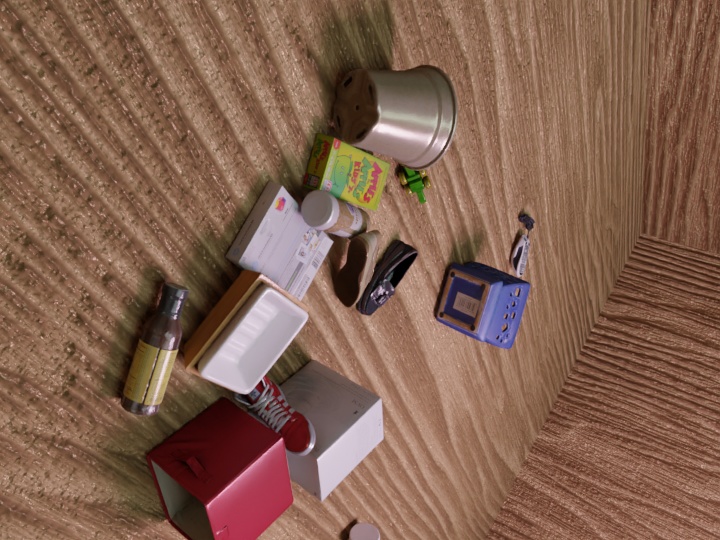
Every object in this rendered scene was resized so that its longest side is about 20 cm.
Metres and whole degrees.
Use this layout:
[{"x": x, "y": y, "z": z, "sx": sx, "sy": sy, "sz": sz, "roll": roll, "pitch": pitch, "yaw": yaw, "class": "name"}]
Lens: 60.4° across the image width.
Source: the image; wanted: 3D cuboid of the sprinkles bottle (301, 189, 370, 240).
[{"x": -0.043, "y": -0.103, "z": 1.190, "sx": 0.199, "sy": 0.067, "sz": 0.070, "roll": 12, "pitch": 98, "yaw": -69, "class": "sprinkles bottle"}]

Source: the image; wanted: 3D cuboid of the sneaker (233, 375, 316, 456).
[{"x": -0.163, "y": 0.254, "z": 1.137, "sx": 0.071, "sy": 0.199, "sz": 0.113, "roll": -47, "pitch": 134, "yaw": -7, "class": "sneaker"}]

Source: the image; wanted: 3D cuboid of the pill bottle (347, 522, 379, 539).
[{"x": 0.006, "y": 0.809, "z": 1.717, "sx": 0.111, "sy": 0.111, "sz": 0.205, "roll": -23, "pitch": 125, "yaw": -46, "class": "pill bottle"}]

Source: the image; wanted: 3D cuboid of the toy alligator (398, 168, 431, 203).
[{"x": 0.113, "y": -0.231, "z": 1.393, "sx": 0.201, "sy": 0.058, "sz": 0.055, "roll": 57, "pitch": 19, "yaw": -48, "class": "toy alligator"}]

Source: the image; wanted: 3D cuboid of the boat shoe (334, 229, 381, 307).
[{"x": 0.000, "y": 0.000, "z": 1.288, "sx": 0.064, "sy": 0.071, "sz": 0.202, "roll": -31, "pitch": 156, "yaw": -38, "class": "boat shoe"}]

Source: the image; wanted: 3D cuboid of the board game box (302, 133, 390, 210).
[{"x": -0.023, "y": -0.190, "z": 1.226, "sx": 0.198, "sy": 0.047, "sz": 0.104, "roll": 10, "pitch": 99, "yaw": -55, "class": "board game box"}]

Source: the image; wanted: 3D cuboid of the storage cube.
[{"x": -0.243, "y": 0.371, "z": 1.101, "sx": 0.179, "sy": 0.168, "sz": 0.204, "roll": -34, "pitch": 132, "yaw": -40, "class": "storage cube"}]

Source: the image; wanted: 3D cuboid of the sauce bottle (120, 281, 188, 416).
[{"x": -0.315, "y": 0.121, "z": 0.966, "sx": 0.064, "sy": 0.064, "sz": 0.205, "roll": 16, "pitch": 94, "yaw": -55, "class": "sauce bottle"}]

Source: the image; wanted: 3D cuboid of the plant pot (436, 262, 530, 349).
[{"x": 0.334, "y": 0.092, "z": 1.739, "sx": 0.178, "sy": 0.198, "sz": 0.205, "roll": 8, "pitch": 101, "yaw": -49, "class": "plant pot"}]

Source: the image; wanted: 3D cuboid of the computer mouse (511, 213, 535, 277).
[{"x": 0.532, "y": -0.082, "z": 2.055, "sx": 0.109, "sy": 0.043, "sz": 0.205, "roll": 11, "pitch": 92, "yaw": -60, "class": "computer mouse"}]

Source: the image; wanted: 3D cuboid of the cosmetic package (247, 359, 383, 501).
[{"x": -0.088, "y": 0.316, "z": 1.260, "sx": 0.199, "sy": 0.196, "sz": 0.126, "roll": -36, "pitch": 134, "yaw": -38, "class": "cosmetic package"}]

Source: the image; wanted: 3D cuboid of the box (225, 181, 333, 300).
[{"x": -0.143, "y": -0.040, "z": 1.144, "sx": 0.158, "sy": 0.041, "sz": 0.200, "roll": -62, "pitch": 146, "yaw": -13, "class": "box"}]

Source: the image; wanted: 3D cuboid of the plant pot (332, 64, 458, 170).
[{"x": 0.053, "y": -0.299, "z": 1.177, "sx": 0.180, "sy": 0.199, "sz": 0.206, "roll": -3, "pitch": 110, "yaw": -40, "class": "plant pot"}]

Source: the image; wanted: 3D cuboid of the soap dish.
[{"x": -0.198, "y": 0.106, "z": 1.074, "sx": 0.201, "sy": 0.081, "sz": 0.157, "roll": -51, "pitch": 143, "yaw": -1, "class": "soap dish"}]

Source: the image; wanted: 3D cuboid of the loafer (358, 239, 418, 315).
[{"x": 0.065, "y": 0.020, "z": 1.440, "sx": 0.202, "sy": 0.062, "sz": 0.072, "roll": -58, "pitch": 144, "yaw": -16, "class": "loafer"}]
